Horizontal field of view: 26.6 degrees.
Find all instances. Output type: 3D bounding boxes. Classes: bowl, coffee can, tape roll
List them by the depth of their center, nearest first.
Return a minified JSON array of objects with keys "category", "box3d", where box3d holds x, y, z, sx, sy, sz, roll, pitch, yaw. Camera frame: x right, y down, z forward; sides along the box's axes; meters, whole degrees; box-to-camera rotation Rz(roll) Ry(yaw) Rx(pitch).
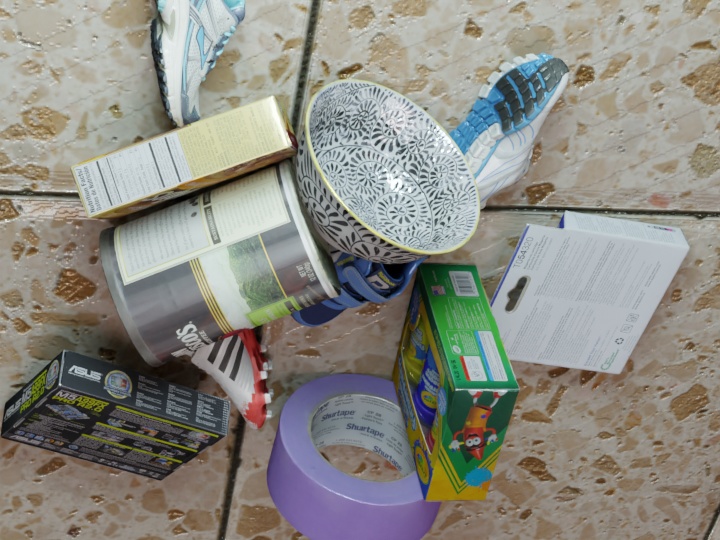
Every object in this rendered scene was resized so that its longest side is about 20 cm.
[{"category":"bowl","box3d":[0.008,-0.076,1.460,0.201,0.201,0.094,21,137,-28]},{"category":"coffee can","box3d":[-0.137,-0.008,1.506,0.200,0.146,0.146,-21,131,4]},{"category":"tape roll","box3d":[0.000,0.213,1.690,0.200,0.200,0.085,3,128,-16]}]

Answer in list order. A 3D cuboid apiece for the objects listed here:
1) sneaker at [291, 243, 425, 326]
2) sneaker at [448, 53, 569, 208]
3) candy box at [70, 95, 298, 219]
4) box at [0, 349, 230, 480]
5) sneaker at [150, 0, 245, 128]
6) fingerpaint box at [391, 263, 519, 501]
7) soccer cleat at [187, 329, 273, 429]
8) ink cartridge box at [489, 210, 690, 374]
[{"category":"sneaker","box3d":[0.000,0.000,1.589,0.074,0.082,0.200,30,119,-34]},{"category":"sneaker","box3d":[0.148,-0.135,1.527,0.087,0.075,0.200,16,131,-37]},{"category":"candy box","box3d":[-0.161,-0.105,1.436,0.200,0.115,0.055,-20,90,3]},{"category":"box","box3d":[-0.266,0.161,1.650,0.200,0.044,0.160,20,144,-27]},{"category":"sneaker","box3d":[-0.144,-0.215,1.376,0.086,0.078,0.200,-7,131,-12]},{"category":"fingerpaint box","box3d":[0.096,0.119,1.634,0.073,0.200,0.167,1,130,-13]},{"category":"soccer cleat","box3d":[-0.146,0.094,1.649,0.085,0.069,0.200,-7,130,6]},{"category":"ink cartridge box","box3d":[0.236,0.024,1.693,0.200,0.043,0.197,9,128,-18]}]
